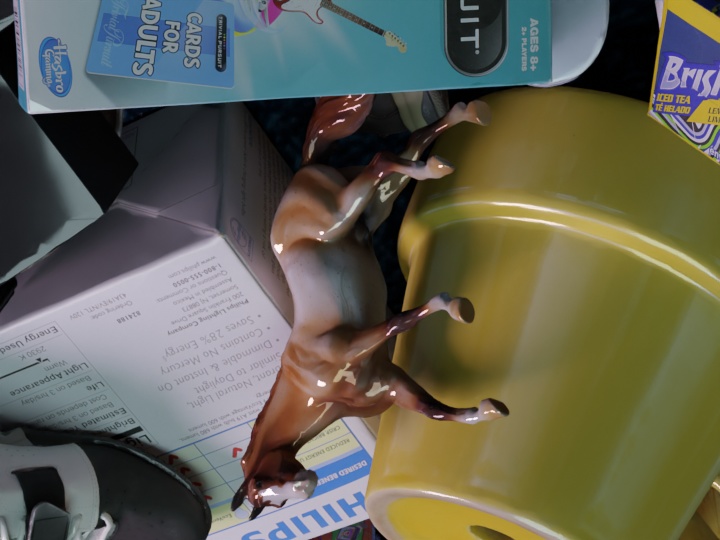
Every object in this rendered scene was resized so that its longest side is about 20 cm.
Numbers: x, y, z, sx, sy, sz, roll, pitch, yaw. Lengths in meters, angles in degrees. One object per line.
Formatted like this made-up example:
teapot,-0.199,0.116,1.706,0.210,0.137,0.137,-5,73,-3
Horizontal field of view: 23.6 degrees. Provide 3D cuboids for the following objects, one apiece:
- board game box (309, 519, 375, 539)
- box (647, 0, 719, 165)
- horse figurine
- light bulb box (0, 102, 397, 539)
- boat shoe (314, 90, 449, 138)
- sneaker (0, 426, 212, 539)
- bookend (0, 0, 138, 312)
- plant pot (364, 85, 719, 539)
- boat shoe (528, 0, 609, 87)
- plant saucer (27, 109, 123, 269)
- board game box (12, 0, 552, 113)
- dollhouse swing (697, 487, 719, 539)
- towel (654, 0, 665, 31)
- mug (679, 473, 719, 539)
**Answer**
board game box,-0.092,0.153,0.953,0.199,0.158,0.039,-15,130,13
box,0.222,-0.101,0.730,0.199,0.070,0.065,-17,130,-27
horse figurine,0.000,0.000,0.745,0.132,0.201,0.050,-18,159,42
light bulb box,-0.100,0.045,0.880,0.198,0.125,0.200,-22,128,17
boat shoe,-0.022,-0.131,0.760,0.073,0.075,0.200,-17,128,14
sneaker,-0.167,0.118,0.804,0.199,0.089,0.074,17,128,-16
bookend,-0.145,-0.102,0.710,0.200,0.092,0.199,-33,104,14
plant pot,0.095,0.048,0.794,0.200,0.189,0.201,21,156,10
boat shoe,0.082,-0.182,0.719,0.074,0.086,0.203,0,103,6
plant saucer,-0.205,-0.087,0.789,0.199,0.035,0.201,1,111,2
board game box,-0.030,-0.140,0.636,0.199,0.047,0.152,-5,102,-14
dollhouse swing,0.182,0.211,1.012,0.199,0.182,0.176,-10,148,9
towel,0.179,-0.157,0.725,0.147,0.024,0.200,-35,133,-15
mug,0.144,0.158,0.921,0.186,0.149,0.154,-31,87,16
